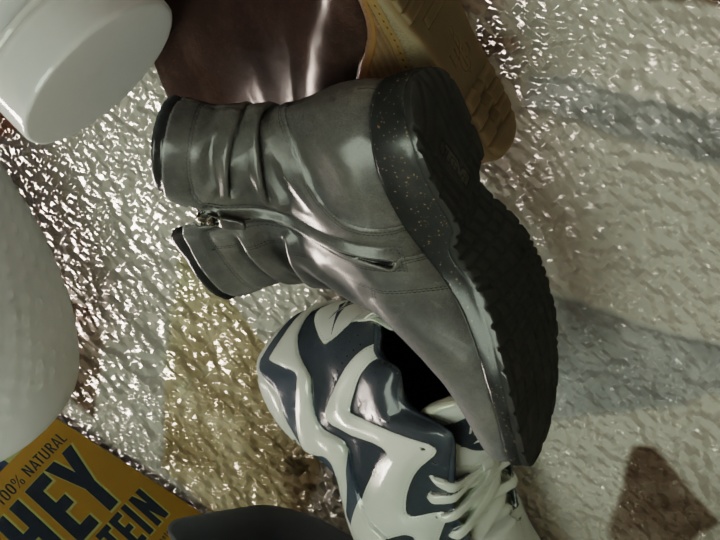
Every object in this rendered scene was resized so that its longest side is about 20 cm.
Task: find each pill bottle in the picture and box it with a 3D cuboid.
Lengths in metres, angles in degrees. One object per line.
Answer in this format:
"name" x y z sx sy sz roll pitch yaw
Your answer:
"pill bottle" -0.175 -0.151 1.079 0.200 0.112 0.112 46 142 13

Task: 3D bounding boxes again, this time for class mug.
"mug" -0.234 0.002 1.286 0.176 0.148 0.200 57 169 -28

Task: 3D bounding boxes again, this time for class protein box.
"protein box" -0.173 0.207 1.408 0.200 0.135 0.199 32 140 12

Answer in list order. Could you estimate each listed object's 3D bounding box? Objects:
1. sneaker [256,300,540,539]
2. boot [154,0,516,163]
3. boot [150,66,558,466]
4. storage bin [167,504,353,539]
"sneaker" 0.050 0.090 1.160 0.199 0.079 0.130 58 148 -3
"boot" -0.036 -0.117 1.049 0.166 0.072 0.200 2 130 36
"boot" 0.000 0.000 1.061 0.131 0.070 0.200 -6 124 26
"storage bin" -0.018 0.221 1.234 0.200 0.145 0.135 25 104 29
